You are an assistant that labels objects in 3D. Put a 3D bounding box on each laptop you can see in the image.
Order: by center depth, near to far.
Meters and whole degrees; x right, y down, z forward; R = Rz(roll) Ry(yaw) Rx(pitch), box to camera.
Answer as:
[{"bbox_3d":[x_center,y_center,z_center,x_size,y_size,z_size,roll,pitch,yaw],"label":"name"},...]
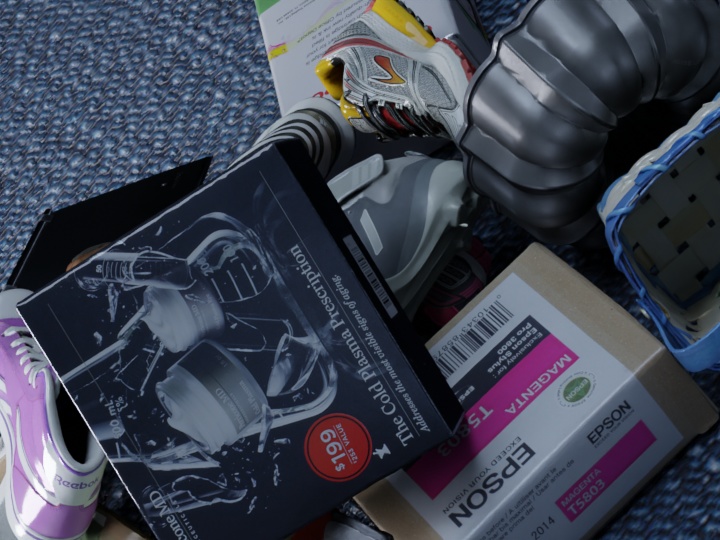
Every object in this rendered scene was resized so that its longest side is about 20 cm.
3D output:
[{"bbox_3d":[-0.191,0.025,1.933,0.187,0.115,0.201,-78,2,-69],"label":"laptop"}]

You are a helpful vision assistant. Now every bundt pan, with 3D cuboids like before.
[{"bbox_3d":[0.164,-0.095,1.699,0.202,0.202,0.076,-41,49,0],"label":"bundt pan"}]

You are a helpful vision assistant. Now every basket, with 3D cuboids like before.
[{"bbox_3d":[0.233,-0.028,1.592,0.176,0.139,0.200,-39,12,4],"label":"basket"}]

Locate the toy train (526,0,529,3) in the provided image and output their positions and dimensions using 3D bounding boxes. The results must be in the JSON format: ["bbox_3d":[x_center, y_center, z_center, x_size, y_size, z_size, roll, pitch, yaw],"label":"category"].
[{"bbox_3d":[0.161,-0.264,1.963,0.115,0.085,0.201,-17,42,13],"label":"toy train"}]

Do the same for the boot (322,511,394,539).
[{"bbox_3d":[0.024,0.232,1.527,0.200,0.070,0.132,38,85,21],"label":"boot"}]

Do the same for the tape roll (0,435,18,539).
[{"bbox_3d":[-0.252,0.177,1.841,0.203,0.037,0.203,-54,12,16],"label":"tape roll"}]

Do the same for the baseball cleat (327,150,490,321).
[{"bbox_3d":[0.000,0.000,1.741,0.106,0.070,0.200,18,49,31],"label":"baseball cleat"}]

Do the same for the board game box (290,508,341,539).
[{"bbox_3d":[-0.061,0.255,1.663,0.153,0.040,0.200,-29,39,16],"label":"board game box"}]

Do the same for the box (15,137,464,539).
[{"bbox_3d":[-0.068,0.054,1.595,0.182,0.201,0.104,-32,0,8],"label":"box"}]

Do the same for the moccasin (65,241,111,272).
[{"bbox_3d":[-0.133,0.076,1.787,0.073,0.202,0.078,-21,7,8],"label":"moccasin"}]

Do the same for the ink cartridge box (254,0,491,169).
[{"bbox_3d":[0.012,-0.165,1.984,0.144,0.084,0.200,-31,38,13],"label":"ink cartridge box"}]

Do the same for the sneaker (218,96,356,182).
[{"bbox_3d":[-0.093,-0.033,1.876,0.201,0.076,0.115,-51,-10,30],"label":"sneaker"}]

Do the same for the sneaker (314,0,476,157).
[{"bbox_3d":[0.037,-0.109,1.796,0.082,0.078,0.200,-40,34,-5],"label":"sneaker"}]

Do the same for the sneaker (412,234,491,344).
[{"bbox_3d":[-0.010,0.023,1.819,0.199,0.081,0.075,-14,46,31],"label":"sneaker"}]

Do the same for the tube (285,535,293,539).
[{"bbox_3d":[-0.106,0.216,1.670,0.200,0.052,0.058,-56,6,-12],"label":"tube"}]

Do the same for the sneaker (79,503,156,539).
[{"bbox_3d":[-0.181,0.201,1.788,0.090,0.067,0.200,-59,23,-7],"label":"sneaker"}]

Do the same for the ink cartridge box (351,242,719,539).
[{"bbox_3d":[0.092,0.100,1.657,0.200,0.075,0.165,-43,36,-4],"label":"ink cartridge box"}]

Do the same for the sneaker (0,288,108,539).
[{"bbox_3d":[-0.193,0.069,1.742,0.115,0.072,0.201,114,147,-43],"label":"sneaker"}]
